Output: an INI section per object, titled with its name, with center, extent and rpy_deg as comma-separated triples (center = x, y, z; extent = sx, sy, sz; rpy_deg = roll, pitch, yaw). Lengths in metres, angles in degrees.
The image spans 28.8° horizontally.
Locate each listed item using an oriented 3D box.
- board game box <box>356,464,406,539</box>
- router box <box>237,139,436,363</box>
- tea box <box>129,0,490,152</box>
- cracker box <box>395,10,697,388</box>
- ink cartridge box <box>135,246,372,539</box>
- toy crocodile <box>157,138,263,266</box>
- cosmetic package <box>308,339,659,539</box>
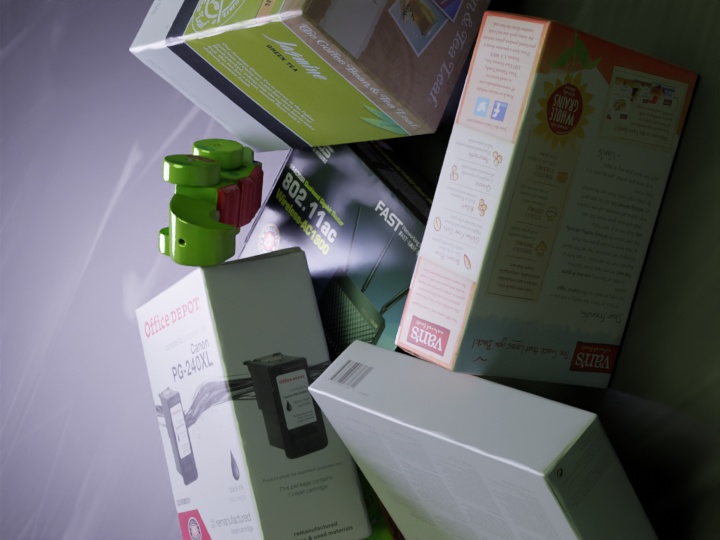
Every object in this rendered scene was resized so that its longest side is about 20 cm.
[board game box]
center = 0.012, 0.233, 0.962
extent = 0.096, 0.030, 0.200
rpy_deg = -48, 47, 33
[router box]
center = 0.000, 0.000, 0.992
extent = 0.200, 0.062, 0.150
rpy_deg = 48, 118, 43
[tea box]
center = -0.019, -0.202, 0.954
extent = 0.197, 0.134, 0.200
rpy_deg = -1, 59, 48
[cracker box]
center = 0.109, -0.037, 0.818
extent = 0.058, 0.134, 0.200
rpy_deg = 22, 99, 49
[ink cartridge box]
center = -0.079, 0.099, 0.969
extent = 0.145, 0.083, 0.200
rpy_deg = -27, 75, 60
[toy crocodile]
center = -0.098, -0.050, 0.979
extent = 0.062, 0.200, 0.068
rpy_deg = 7, 104, 6
[cosmetic package]
center = 0.076, 0.127, 0.820
extent = 0.052, 0.151, 0.200
rpy_deg = -43, 34, -25
